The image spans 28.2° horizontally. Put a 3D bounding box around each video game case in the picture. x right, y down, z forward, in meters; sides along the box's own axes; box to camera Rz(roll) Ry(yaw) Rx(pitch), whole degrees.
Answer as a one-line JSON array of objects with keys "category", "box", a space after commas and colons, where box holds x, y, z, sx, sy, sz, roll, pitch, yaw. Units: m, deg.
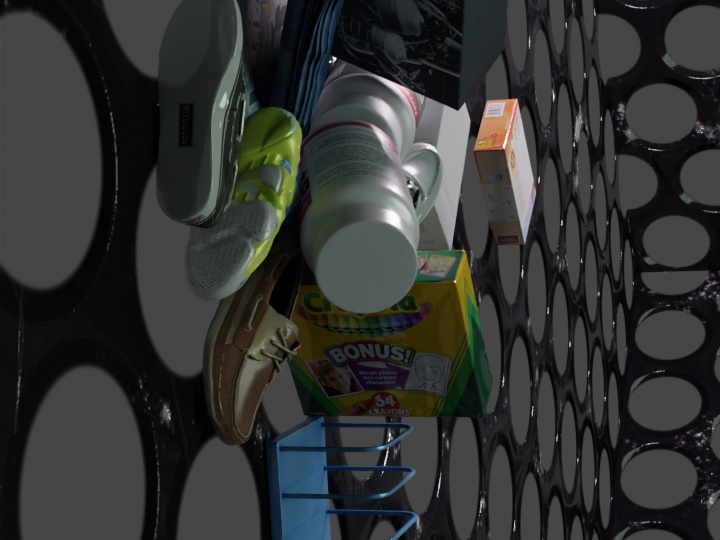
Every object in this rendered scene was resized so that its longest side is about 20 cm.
[{"category": "video game case", "box": [-0.088, -0.187, 1.410, 0.182, 0.022, 0.203, 40, 51, -67]}]

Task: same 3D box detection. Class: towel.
[{"category": "towel", "box": [-0.043, -0.231, 1.324, 0.201, 0.048, 0.113, 106, -2, -51]}]

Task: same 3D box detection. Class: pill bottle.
[{"category": "pill bottle", "box": [-0.005, -0.052, 1.352, 0.201, 0.112, 0.115, -102, 180, -60]}, {"category": "pill bottle", "box": [0.009, -0.170, 1.533, 0.201, 0.112, 0.115, -71, 154, -60]}]

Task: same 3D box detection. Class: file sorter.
[{"category": "file sorter", "box": [-0.011, 0.259, 1.449, 0.139, 0.121, 0.203, -16, 103, -72]}]

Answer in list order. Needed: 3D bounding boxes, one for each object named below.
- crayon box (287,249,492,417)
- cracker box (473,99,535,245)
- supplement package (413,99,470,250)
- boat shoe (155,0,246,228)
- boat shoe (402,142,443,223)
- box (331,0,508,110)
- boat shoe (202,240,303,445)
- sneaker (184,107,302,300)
[{"category": "crayon box", "box": [0.020, 0.066, 1.436, 0.059, 0.197, 0.174, -69, 151, -48]}, {"category": "cracker box", "box": [0.238, -0.160, 2.356, 0.135, 0.057, 0.202, -71, 152, -45]}, {"category": "supplement package", "box": [0.054, -0.135, 1.694, 0.118, 0.115, 0.202, 64, 30, -50]}, {"category": "boat shoe", "box": [-0.131, -0.137, 1.209, 0.064, 0.070, 0.203, 17, 80, -70]}, {"category": "boat shoe", "box": [0.038, -0.065, 1.517, 0.070, 0.071, 0.202, 41, 60, -8]}, {"category": "box", "box": [0.047, -0.289, 1.413, 0.105, 0.180, 0.201, -54, 158, -30]}, {"category": "boat shoe", "box": [-0.093, 0.059, 1.293, 0.076, 0.071, 0.203, 57, 36, -58]}, {"category": "sneaker", "box": [-0.093, -0.042, 1.288, 0.106, 0.075, 0.202, 73, 35, -57]}]
